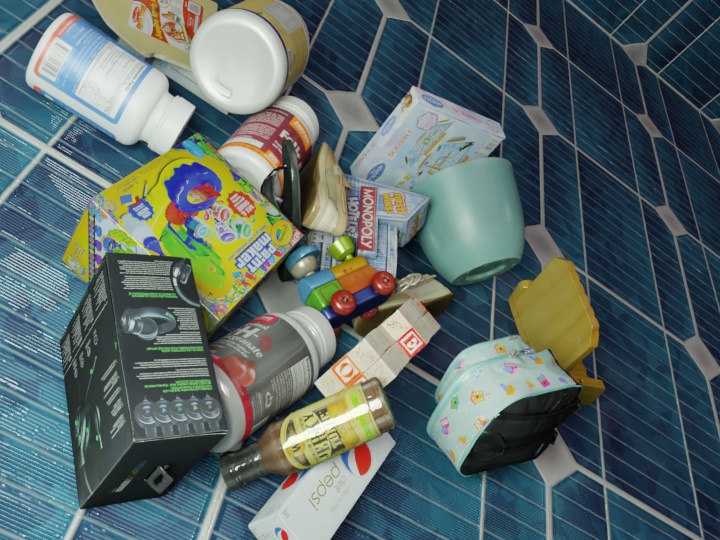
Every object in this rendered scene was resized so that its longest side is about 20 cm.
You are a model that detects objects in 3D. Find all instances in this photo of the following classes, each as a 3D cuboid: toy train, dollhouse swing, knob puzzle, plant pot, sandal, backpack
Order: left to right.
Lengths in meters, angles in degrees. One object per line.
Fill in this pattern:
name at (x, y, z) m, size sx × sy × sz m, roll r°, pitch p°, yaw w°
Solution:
knob puzzle at (-0.322, -0.390, 1.071) m, size 0.217 × 0.030 × 0.222 m, roll 21°, pitch 49°, yaw -26°
sandal at (-0.109, -0.074, 0.939) m, size 0.047 × 0.203 × 0.076 m, roll -4°, pitch 30°, yaw -19°
toy train at (0.000, 0.000, 0.960) m, size 0.198 × 0.085 × 0.116 m, roll -25°, pitch 72°, yaw -34°
plant pot at (0.187, -0.071, 1.186) m, size 0.199 × 0.200 × 0.163 m, roll -2°, pitch 70°, yaw -41°
backpack at (0.188, 0.191, 0.980) m, size 0.198 × 0.177 × 0.154 m, roll -10°, pitch 47°, yaw -43°
dollhouse swing at (0.374, 0.097, 1.213) m, size 0.180 × 0.176 × 0.202 m, roll 12°, pitch 49°, yaw -32°

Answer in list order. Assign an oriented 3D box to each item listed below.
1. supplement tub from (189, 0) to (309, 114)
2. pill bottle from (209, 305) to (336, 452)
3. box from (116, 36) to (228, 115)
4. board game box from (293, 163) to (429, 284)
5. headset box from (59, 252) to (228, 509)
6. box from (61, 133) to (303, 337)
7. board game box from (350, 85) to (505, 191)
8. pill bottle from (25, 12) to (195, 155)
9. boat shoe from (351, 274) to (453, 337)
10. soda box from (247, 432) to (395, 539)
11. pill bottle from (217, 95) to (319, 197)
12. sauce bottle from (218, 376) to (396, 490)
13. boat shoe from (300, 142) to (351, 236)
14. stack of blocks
supplement tub at (-0.158, -0.332, 1.062) m, size 0.145 × 0.146 × 0.201 m, roll 37°, pitch 28°, yaw -9°
pill bottle at (-0.118, 0.117, 0.825) m, size 0.111 × 0.111 × 0.199 m, roll 51°, pitch 40°, yaw 8°
box at (-0.273, -0.362, 1.145) m, size 0.199 × 0.041 × 0.157 m, roll 33°, pitch 42°, yaw -16°
board game box at (0.006, -0.064, 1.058) m, size 0.196 × 0.062 × 0.202 m, roll 5°, pitch 49°, yaw -3°
headset box at (-0.220, 0.116, 0.688) m, size 0.092 × 0.174 × 0.202 m, roll 4°, pitch 54°, yaw -37°
box at (-0.211, -0.029, 0.859) m, size 0.192 × 0.122 × 0.200 m, roll 43°, pitch 40°, yaw -4°
board game box at (0.115, -0.207, 1.225) m, size 0.197 × 0.200 × 0.042 m, roll 14°, pitch 47°, yaw -33°
pill bottle at (-0.329, -0.241, 0.941) m, size 0.199 × 0.112 × 0.113 m, roll 32°, pitch 42°, yaw -17°
boat shoe at (0.055, 0.050, 1.068) m, size 0.198 × 0.075 × 0.067 m, roll -9°, pitch 48°, yaw -44°
soda box at (-0.039, 0.246, 0.816) m, size 0.068 × 0.063 × 0.200 m, roll 52°, pitch 40°, yaw -4°
pill bottle at (-0.138, -0.175, 1.047) m, size 0.114 × 0.114 × 0.201 m, roll 37°, pitch 41°, yaw -10°
sauce bottle at (-0.059, 0.186, 0.774) m, size 0.065 × 0.198 × 0.065 m, roll 155°, pitch -91°, yaw -89°
boat shoe at (-0.050, -0.114, 1.010) m, size 0.064 × 0.072 × 0.201 m, roll 25°, pitch 34°, yaw -19°
stack of blocks at (0.029, 0.106, 0.902) m, size 0.059 × 0.115 × 0.200 m, roll 48°, pitch 17°, yaw 5°
